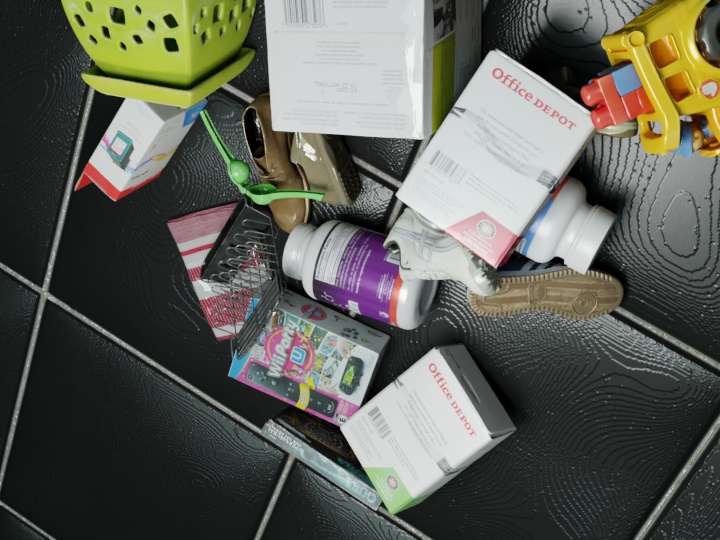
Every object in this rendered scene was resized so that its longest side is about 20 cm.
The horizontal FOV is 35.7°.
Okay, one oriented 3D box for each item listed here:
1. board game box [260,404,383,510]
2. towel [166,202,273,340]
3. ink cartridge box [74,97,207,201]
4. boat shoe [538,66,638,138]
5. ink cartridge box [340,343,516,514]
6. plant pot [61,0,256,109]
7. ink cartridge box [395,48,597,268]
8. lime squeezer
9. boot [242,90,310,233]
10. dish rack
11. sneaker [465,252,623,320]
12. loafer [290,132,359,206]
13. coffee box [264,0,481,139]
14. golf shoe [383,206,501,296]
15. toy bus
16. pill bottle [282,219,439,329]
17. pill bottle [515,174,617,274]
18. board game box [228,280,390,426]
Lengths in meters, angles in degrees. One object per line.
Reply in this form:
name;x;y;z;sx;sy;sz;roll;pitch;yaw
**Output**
board game box;-0.037;0.266;1.628;0.199;0.135;0.028;32;102;11
towel;-0.197;0.004;1.661;0.143;0.023;0.201;-12;106;31
ink cartridge box;-0.312;-0.177;1.582;0.067;0.116;0.200;43;125;3
boat shoe;0.236;-0.209;1.322;0.199;0.073;0.065;17;107;16
ink cartridge box;0.091;0.215;1.534;0.200;0.084;0.146;-42;69;28
plant pot;-0.250;-0.324;1.442;0.198;0.200;0.182;12;123;21
ink cartridge box;0.158;-0.127;1.272;0.145;0.083;0.200;37;103;12
lime squeezer;-0.144;-0.129;1.480;0.200;0.038;0.071;36;143;6
boot;-0.122;-0.138;1.528;0.073;0.075;0.201;-2;112;25
dish rack;-0.160;0.015;1.531;0.054;0.201;0.154;16;127;-26
sneaker;0.227;0.011;1.428;0.199;0.109;0.071;0;113;-6
loafer;-0.064;-0.174;1.481;0.067;0.076;0.201;-12;106;24
coffee box;0.021;-0.278;1.316;0.199;0.198;0.201;8;113;24
golf shoe;0.098;-0.010;1.378;0.097;0.200;0.078;-46;128;5
toy bus;0.336;-0.187;1.191;0.191;0.136;0.201;-29;101;-1
pill bottle;0.000;0.000;1.504;0.199;0.112;0.113;18;119;20
pill bottle;0.205;-0.079;1.364;0.199;0.112;0.113;29;122;12
board game box;-0.075;0.123;1.614;0.199;0.064;0.148;24;120;8
